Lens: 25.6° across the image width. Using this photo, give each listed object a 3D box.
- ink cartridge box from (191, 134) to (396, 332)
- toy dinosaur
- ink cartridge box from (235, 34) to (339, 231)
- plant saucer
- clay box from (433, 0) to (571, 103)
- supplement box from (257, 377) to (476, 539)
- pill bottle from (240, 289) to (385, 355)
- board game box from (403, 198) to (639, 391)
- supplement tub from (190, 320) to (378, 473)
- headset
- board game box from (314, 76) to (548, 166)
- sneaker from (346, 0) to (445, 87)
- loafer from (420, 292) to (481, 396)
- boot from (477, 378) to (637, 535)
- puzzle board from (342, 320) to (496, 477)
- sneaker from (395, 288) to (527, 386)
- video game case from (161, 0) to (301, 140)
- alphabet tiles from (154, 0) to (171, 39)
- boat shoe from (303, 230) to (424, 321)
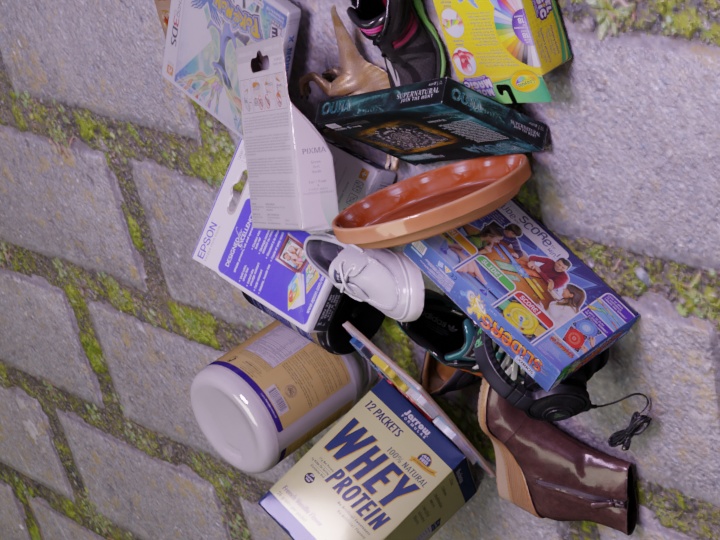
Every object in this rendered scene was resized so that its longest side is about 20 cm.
[{"bbox_3d":[-0.078,-0.060,1.784,0.200,0.043,0.198,31,102,33],"label":"ink cartridge box"},{"bbox_3d":[-0.009,-0.199,1.677,0.101,0.058,0.200,-3,124,37],"label":"toy dinosaur"},{"bbox_3d":[-0.079,-0.142,1.672,0.161,0.050,0.200,-174,79,-67],"label":"ink cartridge box"},{"bbox_3d":[0.071,-0.065,1.538,0.200,0.200,0.032,-3,111,53],"label":"plant saucer"},{"bbox_3d":[0.120,-0.252,1.456,0.115,0.048,0.200,7,125,49],"label":"clay box"},{"bbox_3d":[0.014,0.260,1.833,0.134,0.200,0.200,43,172,18],"label":"supplement box"},{"bbox_3d":[-0.071,0.010,1.865,0.200,0.112,0.112,29,138,34],"label":"pill bottle"},{"bbox_3d":[0.157,0.012,1.552,0.200,0.135,0.034,45,139,18],"label":"board game box"},{"bbox_3d":[-0.089,0.136,1.914,0.145,0.200,0.145,32,139,32],"label":"supplement tub"},{"bbox_3d":[0.202,0.109,1.600,0.200,0.124,0.094,31,143,-3],"label":"headset"},{"bbox_3d":[0.067,-0.143,1.558,0.200,0.135,0.028,-2,72,52],"label":"board game box"},{"bbox_3d":[0.026,-0.242,1.551,0.077,0.084,0.200,16,131,46],"label":"sneaker"},{"bbox_3d":[0.109,0.064,1.716,0.073,0.072,0.200,36,141,29],"label":"loafer"},{"bbox_3d":[0.217,0.187,1.709,0.166,0.072,0.200,10,125,33],"label":"boot"},{"bbox_3d":[0.065,0.148,1.789,0.151,0.017,0.200,40,173,46],"label":"puzzle board"},{"bbox_3d":[0.126,0.082,1.635,0.200,0.080,0.071,22,101,-2],"label":"sneaker"},{"bbox_3d":[-0.149,-0.253,1.776,0.200,0.022,0.182,39,132,33],"label":"video game case"},{"bbox_3d":[-0.172,-0.285,1.841,0.200,0.008,0.167,16,130,45],"label":"alphabet tiles"},{"bbox_3d":[0.000,0.000,1.615,0.200,0.068,0.072,-135,46,-56],"label":"boat shoe"}]
